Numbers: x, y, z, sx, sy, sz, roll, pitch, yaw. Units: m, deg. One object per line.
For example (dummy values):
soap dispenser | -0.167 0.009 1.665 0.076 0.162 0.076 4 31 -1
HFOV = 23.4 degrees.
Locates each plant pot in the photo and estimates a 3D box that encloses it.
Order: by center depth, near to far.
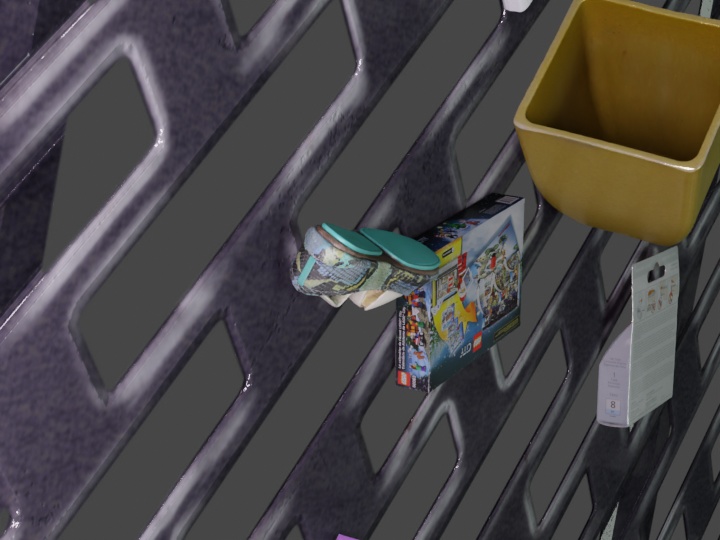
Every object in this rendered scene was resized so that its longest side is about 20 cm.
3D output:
plant pot | 0.287 -0.137 1.805 0.194 0.195 0.200 -61 157 -29

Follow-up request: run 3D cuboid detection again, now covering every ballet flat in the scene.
ballet flat | 0.000 0.000 1.458 0.200 0.074 0.074 11 91 -60

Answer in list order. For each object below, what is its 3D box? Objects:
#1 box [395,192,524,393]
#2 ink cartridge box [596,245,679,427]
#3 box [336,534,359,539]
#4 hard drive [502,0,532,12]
box | 0.097 0.018 1.655 0.200 0.038 0.137 -29 125 -55
ink cartridge box | 0.341 0.077 2.135 0.160 0.047 0.201 -18 111 -58
box | 0.001 0.347 1.605 0.137 0.039 0.200 -65 149 -23
hard drive | 0.151 -0.362 1.623 0.132 0.026 0.200 -58 146 -33
